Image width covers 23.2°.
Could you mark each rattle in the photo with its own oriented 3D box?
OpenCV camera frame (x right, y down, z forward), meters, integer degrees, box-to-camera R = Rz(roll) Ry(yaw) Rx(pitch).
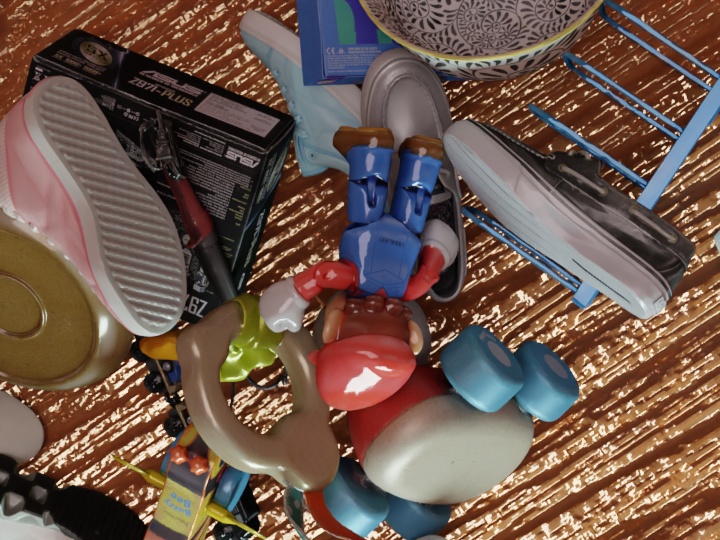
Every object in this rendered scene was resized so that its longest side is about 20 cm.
[{"bbox_3d":[-0.086,0.129,1.293,0.142,0.130,0.202,-24,97,29],"label":"rattle"}]

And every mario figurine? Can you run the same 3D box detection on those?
[{"bbox_3d":[0.000,0.000,1.270,0.122,0.106,0.203,10,88,15],"label":"mario figurine"}]

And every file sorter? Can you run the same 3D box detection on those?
[{"bbox_3d":[0.180,-0.089,1.336,0.122,0.139,0.201,34,96,8],"label":"file sorter"}]

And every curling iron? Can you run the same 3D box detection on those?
[{"bbox_3d":[-0.122,-0.026,1.310,0.025,0.050,0.202,-15,117,9],"label":"curling iron"}]

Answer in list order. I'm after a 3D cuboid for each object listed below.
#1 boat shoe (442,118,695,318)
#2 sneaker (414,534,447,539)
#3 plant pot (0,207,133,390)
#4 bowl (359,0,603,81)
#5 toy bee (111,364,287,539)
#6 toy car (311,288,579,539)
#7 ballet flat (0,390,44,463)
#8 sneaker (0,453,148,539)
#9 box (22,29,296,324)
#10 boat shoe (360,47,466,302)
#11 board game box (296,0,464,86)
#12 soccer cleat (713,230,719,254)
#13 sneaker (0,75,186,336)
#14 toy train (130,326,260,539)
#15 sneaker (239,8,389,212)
[{"bbox_3d":[0.149,-0.050,1.246,0.199,0.072,0.071,40,76,10],"label":"boat shoe"},{"bbox_3d":[0.027,0.293,1.404,0.199,0.099,0.079,-34,44,26],"label":"sneaker"},{"bbox_3d":[-0.275,0.022,1.392,0.198,0.028,0.202,11,128,14],"label":"plant pot"},{"bbox_3d":[0.100,-0.207,1.288,0.198,0.094,0.203,-7,58,11],"label":"bowl"},{"bbox_3d":[-0.134,0.155,1.362,0.129,0.109,0.203,5,98,14],"label":"toy bee"},{"bbox_3d":[0.032,0.078,1.373,0.184,0.176,0.201,-45,59,20],"label":"toy car"},{"bbox_3d":[-0.359,0.112,1.443,0.198,0.069,0.070,24,96,4],"label":"ballet flat"},{"bbox_3d":[-0.253,0.224,1.441,0.198,0.074,0.089,27,118,-3],"label":"sneaker"},{"bbox_3d":[-0.171,-0.071,1.376,0.198,0.086,0.165,21,115,5],"label":"box"},{"bbox_3d":[0.046,-0.068,1.336,0.071,0.069,0.202,-12,119,-13],"label":"boat shoe"},{"bbox_3d":[0.023,-0.247,1.350,0.150,0.045,0.203,-4,90,-24],"label":"board game box"},{"bbox_3d":[0.308,0.004,1.363,0.077,0.069,0.203,12,87,11],"label":"soccer cleat"},{"bbox_3d":[-0.206,-0.040,1.299,0.104,0.075,0.202,-18,102,49],"label":"sneaker"},{"bbox_3d":[-0.132,0.128,1.429,0.045,0.034,0.202,-24,91,25],"label":"toy train"},{"bbox_3d":[-0.034,-0.119,1.388,0.200,0.074,0.082,43,92,3],"label":"sneaker"}]
